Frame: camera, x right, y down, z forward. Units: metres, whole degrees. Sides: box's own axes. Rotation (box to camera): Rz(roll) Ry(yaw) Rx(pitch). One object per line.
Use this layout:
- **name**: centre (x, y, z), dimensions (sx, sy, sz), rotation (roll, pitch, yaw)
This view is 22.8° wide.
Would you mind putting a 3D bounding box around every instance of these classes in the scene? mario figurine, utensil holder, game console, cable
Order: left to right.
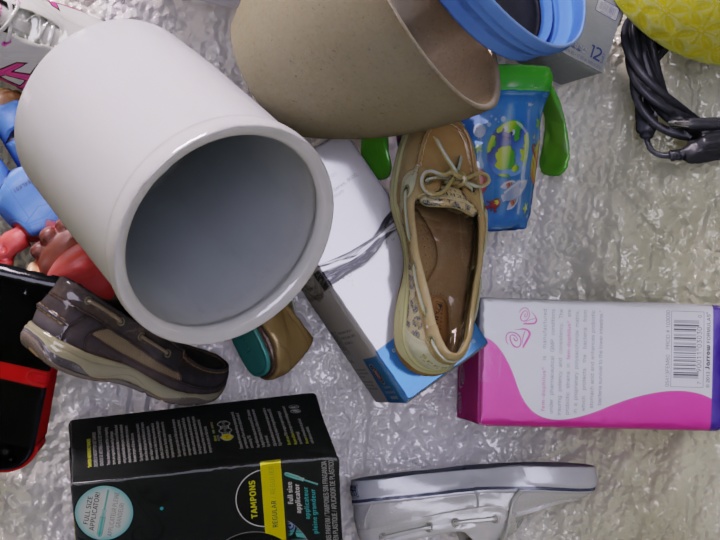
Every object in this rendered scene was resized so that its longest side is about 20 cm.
- **game console**: centre (-0.333, 0.063, 1.378), dimensions (0.199, 0.031, 0.178), rotation (12, 112, -5)
- **mario figurine**: centre (-0.253, -0.038, 1.422), dimensions (0.123, 0.106, 0.201), rotation (-38, 80, 28)
- **utensil holder**: centre (-0.141, -0.069, 1.278), dimensions (0.169, 0.200, 0.171), rotation (-19, 128, -26)
- **cable**: centre (0.315, -0.177, 1.505), dimensions (0.199, 0.051, 0.164), rotation (-12, 81, -11)

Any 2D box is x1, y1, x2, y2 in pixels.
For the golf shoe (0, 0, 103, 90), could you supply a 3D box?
- **golf shoe**: centre (-0.275, -0.183, 1.405), dimensions (0.199, 0.092, 0.073), rotation (10, 84, -8)

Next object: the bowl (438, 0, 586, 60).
- **bowl**: centre (0.094, -0.246, 1.325), dimensions (0.039, 0.200, 0.201), rotation (-28, 91, 32)

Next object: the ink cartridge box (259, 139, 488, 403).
- **ink cartridge box**: centre (0.000, 0.000, 1.403), dimensions (0.084, 0.145, 0.201), rotation (-35, 92, -9)

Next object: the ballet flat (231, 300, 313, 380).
- **ballet flat**: centre (-0.104, -0.008, 1.442), dimensions (0.063, 0.069, 0.201), rotation (-30, 94, -35)

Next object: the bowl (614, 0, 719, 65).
- **bowl**: centre (0.299, -0.279, 1.441), dimensions (0.199, 0.108, 0.201), rotation (7, 66, -15)

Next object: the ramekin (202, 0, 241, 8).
- **ramekin**: centre (-0.103, -0.302, 1.394), dimensions (0.199, 0.098, 0.202), rotation (-2, 84, 23)

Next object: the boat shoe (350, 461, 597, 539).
- **boat shoe**: centre (0.094, 0.202, 1.441), dimensions (0.200, 0.075, 0.087), rotation (-5, 87, -5)

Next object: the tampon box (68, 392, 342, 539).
- **tampon box**: centre (-0.119, 0.195, 1.369), dimensions (0.199, 0.126, 0.151), rotation (-6, 108, -8)

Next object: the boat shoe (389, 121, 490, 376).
- **boat shoe**: centre (0.064, -0.025, 1.314), dimensions (0.073, 0.063, 0.201), rotation (4, 77, -20)

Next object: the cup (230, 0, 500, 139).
- **cup**: centre (-0.009, -0.175, 1.296), dimensions (0.143, 0.200, 0.201), rotation (-27, 91, 23)

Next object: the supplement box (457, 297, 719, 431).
- **supplement box**: centre (0.183, 0.075, 1.444), dimensions (0.199, 0.103, 0.102), rotation (3, 88, -8)

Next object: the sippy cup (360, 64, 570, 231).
- **sippy cup**: centre (0.087, -0.096, 1.427), dimensions (0.176, 0.140, 0.131), rotation (-1, 94, -2)

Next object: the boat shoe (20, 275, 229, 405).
- **boat shoe**: centre (-0.167, 0.052, 1.368), dimensions (0.074, 0.200, 0.074), rotation (29, 97, 38)

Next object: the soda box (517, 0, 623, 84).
- **soda box**: centre (0.110, -0.223, 1.438), dimensions (0.199, 0.068, 0.064), rotation (24, 78, -22)
